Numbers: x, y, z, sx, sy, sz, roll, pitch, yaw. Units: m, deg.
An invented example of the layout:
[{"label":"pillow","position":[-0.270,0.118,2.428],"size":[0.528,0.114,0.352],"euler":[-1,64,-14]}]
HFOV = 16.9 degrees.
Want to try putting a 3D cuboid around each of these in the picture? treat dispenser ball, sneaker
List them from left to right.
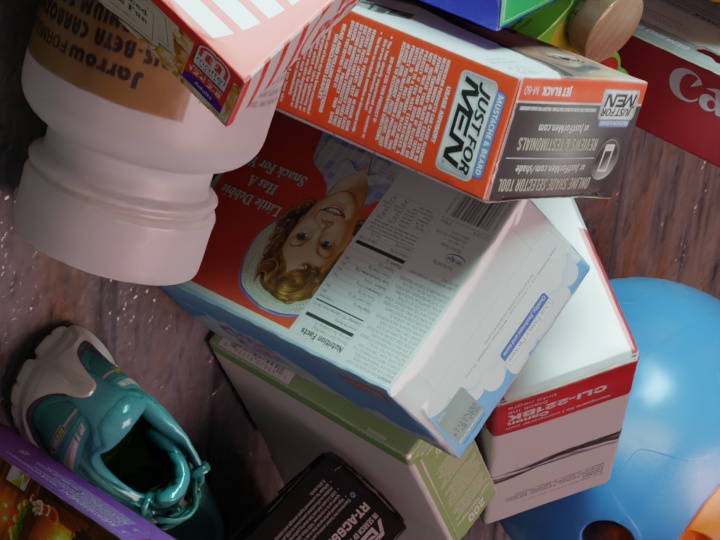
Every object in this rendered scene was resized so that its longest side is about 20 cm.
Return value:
[{"label":"sneaker","position":[-0.114,0.108,1.233],"size":[0.078,0.080,0.200],"euler":[-51,147,-15]},{"label":"treat dispenser ball","position":[0.172,0.105,1.510],"size":[0.201,0.201,0.201],"euler":[-34,139,-36]}]

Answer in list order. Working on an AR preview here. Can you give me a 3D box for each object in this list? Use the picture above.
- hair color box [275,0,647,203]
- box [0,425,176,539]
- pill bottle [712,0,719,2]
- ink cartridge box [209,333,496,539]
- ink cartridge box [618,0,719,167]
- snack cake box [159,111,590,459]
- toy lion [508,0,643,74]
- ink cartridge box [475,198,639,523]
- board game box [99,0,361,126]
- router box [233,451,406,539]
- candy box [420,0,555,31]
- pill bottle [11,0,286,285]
[{"label":"hair color box","position":[0.020,-0.094,1.148],"size":[0.111,0.200,0.064],"euler":[-4,115,-53]},{"label":"box","position":[-0.170,0.193,1.166],"size":[0.039,0.137,0.201],"euler":[4,111,-56]},{"label":"pill bottle","position":[0.234,-0.204,1.383],"size":[0.199,0.112,0.113],"euler":[11,108,-23]},{"label":"ink cartridge box","position":[0.007,0.108,1.337],"size":[0.048,0.145,0.200],"euler":[-50,146,-18]},{"label":"ink cartridge box","position":[0.246,-0.106,1.450],"size":[0.175,0.200,0.084],"euler":[-22,132,-45]},{"label":"snack cake box","position":[0.000,0.000,1.188],"size":[0.115,0.200,0.067],"euler":[-55,132,-10]},{"label":"toy lion","position":[0.079,-0.079,1.376],"size":[0.200,0.069,0.192],"euler":[-32,148,-31]},{"label":"ink cartridge box","position":[0.082,0.034,1.324],"size":[0.083,0.145,0.200],"euler":[-19,157,-6]},{"label":"board game box","position":[-0.070,-0.179,0.969],"size":[0.151,0.200,0.046],"euler":[-45,175,-24]},{"label":"router box","position":[-0.076,0.199,1.305],"size":[0.200,0.062,0.150],"euler":[-46,180,-23]},{"label":"candy box","position":[0.067,-0.202,1.161],"size":[0.200,0.169,0.077],"euler":[-32,134,-37]},{"label":"pill bottle","position":[-0.088,-0.102,1.075],"size":[0.114,0.114,0.201],"euler":[-5,118,-52]}]
